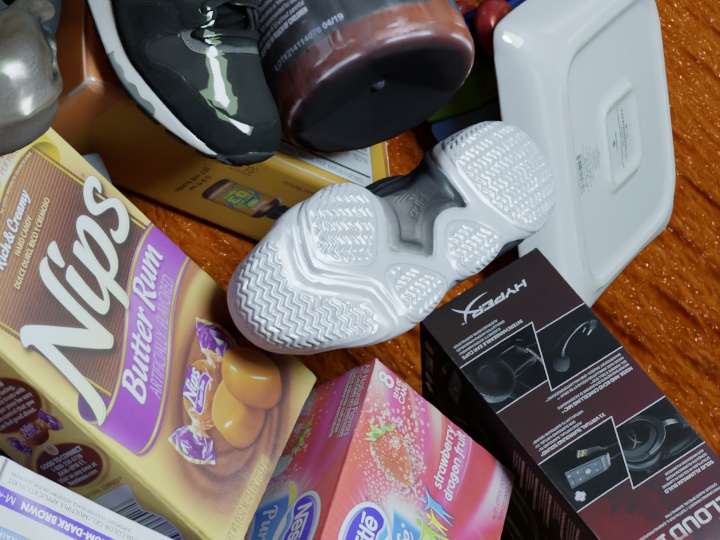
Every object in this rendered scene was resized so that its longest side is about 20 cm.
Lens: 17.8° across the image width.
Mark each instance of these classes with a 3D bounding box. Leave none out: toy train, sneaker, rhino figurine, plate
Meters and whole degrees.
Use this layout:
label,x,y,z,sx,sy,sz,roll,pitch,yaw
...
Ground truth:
label,x,y,z,sx,sy,sz,roll,pitch,yaw
toy train,0.104,-0.116,1.373,0.200,0.084,0.116,-33,104,-51
sneaker,0.000,0.000,1.110,0.200,0.114,0.076,-29,86,-38
rhino figurine,-0.218,-0.068,0.961,0.199,0.060,0.088,-15,41,-11
plate,0.140,-0.078,1.346,0.200,0.032,0.200,-41,129,-53
sneaker,-0.083,-0.147,1.082,0.076,0.087,0.200,-10,67,-53

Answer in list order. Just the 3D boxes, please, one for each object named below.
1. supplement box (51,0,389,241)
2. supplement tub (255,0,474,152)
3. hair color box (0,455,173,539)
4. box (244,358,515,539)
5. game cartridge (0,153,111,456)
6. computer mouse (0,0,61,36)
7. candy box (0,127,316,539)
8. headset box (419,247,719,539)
label,x,y,z,sx,sy,sz,roll,pitch,yaw
supplement box,-0.078,-0.072,1.163,0.200,0.066,0.069,24,49,-37
supplement tub,-0.026,-0.166,1.153,0.107,0.107,0.201,1,57,-46
hair color box,-0.139,0.188,0.936,0.109,0.065,0.201,27,51,-16
box,-0.013,0.153,1.033,0.100,0.095,0.200,41,44,-23
game cartridge,-0.173,0.020,1.036,0.200,0.038,0.130,-16,77,-49
computer mouse,-0.206,-0.126,1.022,0.200,0.053,0.139,16,102,-46
candy box,-0.120,0.033,1.019,0.200,0.056,0.117,43,44,-19
headset box,0.115,0.113,1.127,0.077,0.149,0.200,-30,62,-15
